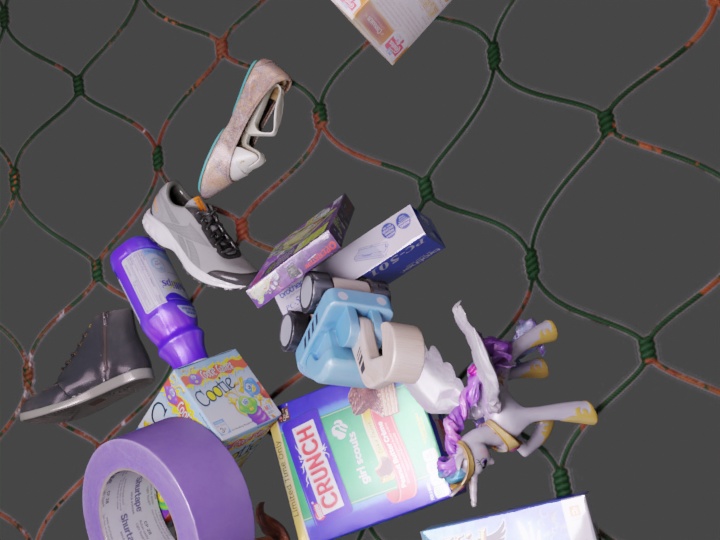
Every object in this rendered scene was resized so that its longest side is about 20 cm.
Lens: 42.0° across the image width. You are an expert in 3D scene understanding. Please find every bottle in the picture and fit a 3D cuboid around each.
[{"bbox_3d":[-0.255,0.053,1.223,0.065,0.083,0.202,-35,72,12],"label":"bottle"}]

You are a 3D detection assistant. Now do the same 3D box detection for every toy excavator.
[{"bbox_3d":[-0.001,0.082,1.004,0.196,0.098,0.202,-62,32,37],"label":"toy excavator"}]

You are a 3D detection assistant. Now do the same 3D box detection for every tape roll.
[{"bbox_3d":[-0.214,0.272,1.037,0.197,0.084,0.205,9,104,37],"label":"tape roll"}]

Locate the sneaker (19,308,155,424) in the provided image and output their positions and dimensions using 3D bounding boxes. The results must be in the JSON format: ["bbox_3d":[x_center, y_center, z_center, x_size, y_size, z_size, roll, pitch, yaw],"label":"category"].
[{"bbox_3d":[-0.376,0.133,1.271,0.197,0.075,0.108,-22,71,7],"label":"sneaker"}]

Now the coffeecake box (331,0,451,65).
[{"bbox_3d":[0.062,-0.367,1.124,0.200,0.153,0.073,-46,70,8],"label":"coffeecake box"}]

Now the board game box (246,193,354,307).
[{"bbox_3d":[-0.066,-0.028,1.108,0.119,0.200,0.033,-32,101,13],"label":"board game box"}]

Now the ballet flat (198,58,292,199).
[{"bbox_3d":[-0.147,-0.177,1.226,0.066,0.068,0.203,25,94,14],"label":"ballet flat"}]

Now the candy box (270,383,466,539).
[{"bbox_3d":[0.004,0.213,1.108,0.197,0.077,0.172,-23,73,17],"label":"candy box"}]

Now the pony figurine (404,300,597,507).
[{"bbox_3d":[0.139,0.128,1.008,0.166,0.197,0.196,-35,78,59],"label":"pony figurine"}]

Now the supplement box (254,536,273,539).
[{"bbox_3d":[-0.192,0.368,1.131,0.197,0.068,0.068,-20,74,35],"label":"supplement box"}]

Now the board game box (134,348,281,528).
[{"bbox_3d":[-0.201,0.208,1.132,0.103,0.104,0.201,49,125,19],"label":"board game box"}]

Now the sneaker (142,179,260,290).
[{"bbox_3d":[-0.203,-0.042,1.214,0.199,0.074,0.080,37,114,21],"label":"sneaker"}]

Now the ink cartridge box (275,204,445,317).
[{"bbox_3d":[0.000,0.000,1.130,0.198,0.094,0.045,-33,72,13],"label":"ink cartridge box"}]

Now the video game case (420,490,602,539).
[{"bbox_3d":[0.181,0.359,1.040,0.196,0.045,0.185,-18,76,18],"label":"video game case"}]

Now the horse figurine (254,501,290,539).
[{"bbox_3d":[-0.114,0.393,1.144,0.130,0.050,0.205,3,87,28],"label":"horse figurine"}]
